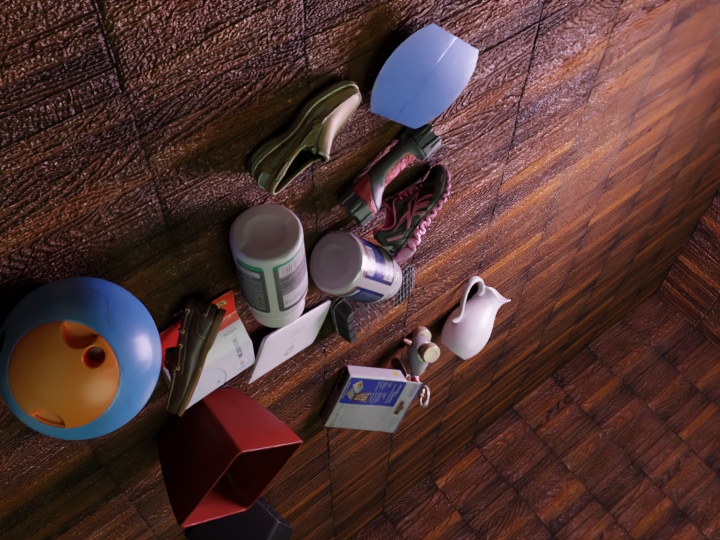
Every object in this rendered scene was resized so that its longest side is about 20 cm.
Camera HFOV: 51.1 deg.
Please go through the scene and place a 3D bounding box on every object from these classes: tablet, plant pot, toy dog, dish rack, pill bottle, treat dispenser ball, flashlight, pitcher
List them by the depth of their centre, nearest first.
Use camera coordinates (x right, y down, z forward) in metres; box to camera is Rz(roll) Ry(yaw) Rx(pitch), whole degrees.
[{"bbox_3d":[-0.353,0.110,0.951,0.200,0.201,0.202,-33,152,-20],"label":"treat dispenser ball"},{"bbox_3d":[-0.140,-0.001,1.188,0.112,0.113,0.201,-32,152,-21],"label":"pill bottle"},{"bbox_3d":[0.053,-0.163,1.274,0.200,0.068,0.068,-42,153,-2],"label":"flashlight"},{"bbox_3d":[0.000,0.000,1.388,0.111,0.111,0.199,-49,153,12],"label":"pill bottle"},{"bbox_3d":[-0.268,0.336,1.428,0.201,0.176,0.199,-51,153,16],"label":"plant pot"},{"bbox_3d":[-0.137,0.138,1.468,0.199,0.014,0.131,-29,152,-48],"label":"tablet"},{"bbox_3d":[0.031,0.061,1.584,0.199,0.055,0.154,-38,157,-16],"label":"dish rack"},{"bbox_3d":[-0.284,0.668,1.888,0.178,0.199,0.200,-49,155,-12],"label":"plant pot"},{"bbox_3d":[0.124,0.240,1.911,0.095,0.132,0.203,14,90,-23],"label":"toy dog"},{"bbox_3d":[0.286,0.121,1.983,0.171,0.121,0.201,33,92,-42],"label":"pitcher"}]

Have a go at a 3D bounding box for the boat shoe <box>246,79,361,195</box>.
[{"bbox_3d":[-0.066,-0.183,1.069,0.200,0.076,0.072,-44,153,0],"label":"boat shoe"}]

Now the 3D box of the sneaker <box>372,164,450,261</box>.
[{"bbox_3d":[0.091,-0.120,1.387,0.202,0.095,0.079,-59,-165,-11],"label":"sneaker"}]

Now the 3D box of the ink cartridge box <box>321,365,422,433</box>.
[{"bbox_3d":[0.026,0.322,1.874,0.197,0.047,0.199,8,128,-23],"label":"ink cartridge box"}]

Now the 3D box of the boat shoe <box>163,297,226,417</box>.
[{"bbox_3d":[-0.280,0.137,1.214,0.070,0.069,0.202,-106,-143,-74],"label":"boat shoe"}]

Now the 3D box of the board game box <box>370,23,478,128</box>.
[{"bbox_3d":[0.088,-0.303,1.157,0.199,0.039,0.158,6,131,-51],"label":"board game box"}]

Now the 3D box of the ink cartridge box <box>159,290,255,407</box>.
[{"bbox_3d":[-0.264,0.140,1.293,0.159,0.047,0.201,-33,153,-22],"label":"ink cartridge box"}]
